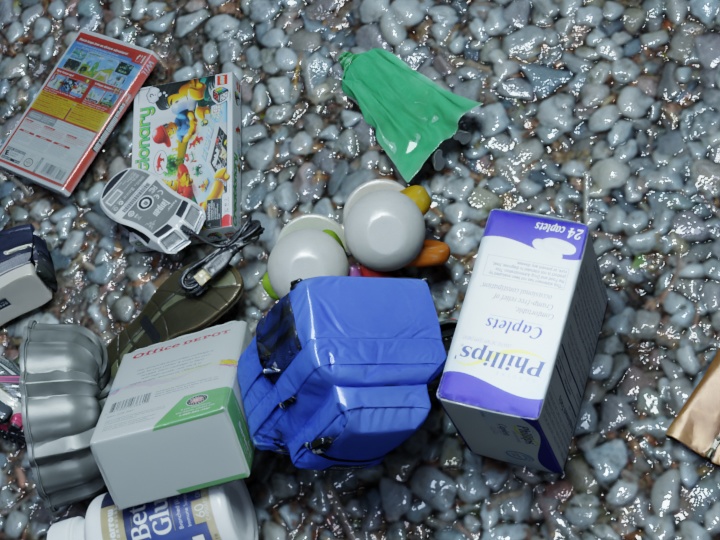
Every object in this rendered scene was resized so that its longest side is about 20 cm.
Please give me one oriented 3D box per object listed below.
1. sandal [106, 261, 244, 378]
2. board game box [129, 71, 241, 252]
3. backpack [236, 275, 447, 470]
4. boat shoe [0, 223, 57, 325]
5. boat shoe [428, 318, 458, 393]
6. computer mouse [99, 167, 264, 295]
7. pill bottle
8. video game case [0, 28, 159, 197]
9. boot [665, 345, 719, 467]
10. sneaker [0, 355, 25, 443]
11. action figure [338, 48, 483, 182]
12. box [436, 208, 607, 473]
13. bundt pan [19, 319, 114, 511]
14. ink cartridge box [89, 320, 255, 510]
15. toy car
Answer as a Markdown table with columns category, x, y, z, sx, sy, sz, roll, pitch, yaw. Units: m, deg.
| category | x | y | z | sx | sy | sz | roll | pitch | yaw |
| --- | --- | --- | --- | --- | --- | --- | --- | --- | --- |
| sandal | -0.203 | 0.066 | 1.758 | 0.200 | 0.055 | 0.082 | -46 | 56 | 11 |
| board game box | -0.201 | -0.126 | 1.844 | 0.125 | 0.035 | 0.201 | -9 | 65 | 14 |
| backpack | -0.031 | 0.110 | 1.542 | 0.161 | 0.200 | 0.169 | 7 | 61 | -28 |
| boat shoe | -0.441 | 0.020 | 1.844 | 0.199 | 0.075 | 0.093 | -22 | 46 | 7 |
| boat shoe | 0.037 | 0.106 | 1.658 | 0.200 | 0.063 | 0.074 | -23 | 65 | 10 |
| computer mouse | -0.206 | -0.051 | 1.765 | 0.199 | 0.044 | 0.110 | 32 | 74 | 32 |
| pill bottle | -0.214 | 0.271 | 1.635 | 0.199 | 0.111 | 0.112 | -18 | 64 | 9 |
| video game case | -0.340 | -0.191 | 1.904 | 0.142 | 0.017 | 0.201 | 22 | 75 | 39 |
| boot | 0.417 | 0.113 | 1.538 | 0.187 | 0.069 | 0.201 | 24 | 77 | 24 |
| sneaker | -0.437 | 0.120 | 1.790 | 0.199 | 0.081 | 0.075 | 27 | 60 | 11 |
| action figure | 0.039 | -0.191 | 1.790 | 0.118 | 0.055 | 0.200 | -43 | 56 | -2 |
| box | 0.163 | 0.072 | 1.566 | 0.104 | 0.184 | 0.201 | 11 | 71 | 19 |
| bundt pan | -0.298 | 0.147 | 1.672 | 0.075 | 0.202 | 0.203 | -8 | 65 | 0 |
| ink cartridge box | -0.180 | 0.144 | 1.636 | 0.144 | 0.088 | 0.200 | -16 | 24 | 9 |
| toy car | 0.000 | 0.000 | 1.679 | 0.199 | 0.175 | 0.151 | -26 | 99 | 4 |
